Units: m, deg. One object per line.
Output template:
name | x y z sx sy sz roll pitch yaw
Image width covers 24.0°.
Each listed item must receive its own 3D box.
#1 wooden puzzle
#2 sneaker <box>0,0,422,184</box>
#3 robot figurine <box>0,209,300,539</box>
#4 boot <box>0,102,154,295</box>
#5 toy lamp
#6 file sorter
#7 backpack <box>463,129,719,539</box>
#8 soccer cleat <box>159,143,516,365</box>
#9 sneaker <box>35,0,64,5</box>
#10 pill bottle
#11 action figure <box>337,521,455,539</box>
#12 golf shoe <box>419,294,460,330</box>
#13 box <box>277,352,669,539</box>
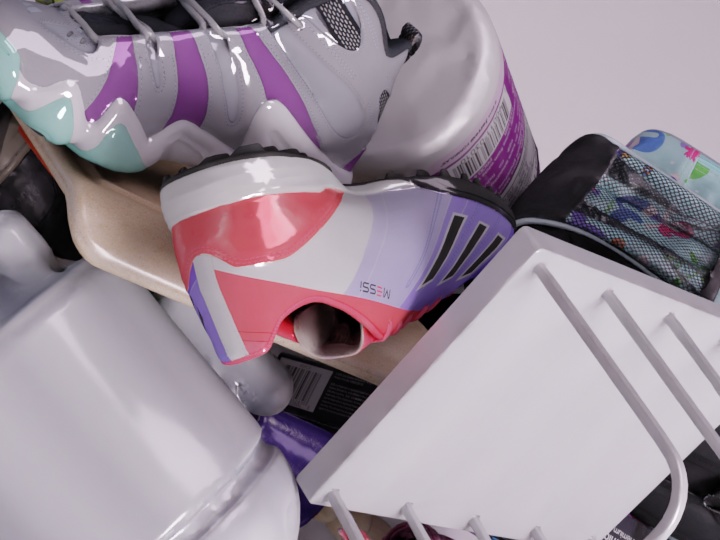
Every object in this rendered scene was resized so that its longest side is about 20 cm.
wooden puzzle | -0.071 -0.025 0.731 0.184 0.037 0.200 25 17 -33
sneaker | -0.053 -0.103 0.656 0.199 0.140 0.078 18 20 -50
robot figurine | -0.101 0.073 0.663 0.169 0.113 0.200 -41 95 -25
boot | -0.105 -0.047 0.841 0.151 0.073 0.200 46 32 -12
toy lamp | 0.009 0.136 0.831 0.200 0.058 0.058 42 29 -22
file sorter | 0.106 0.095 0.673 0.199 0.139 0.125 18 31 -47
backpack | 0.159 0.042 0.855 0.200 0.178 0.150 36 51 15
soccer cleat | 0.000 0.000 0.654 0.200 0.068 0.074 5 71 -56
sneaker | -0.116 -0.125 0.773 0.200 0.076 0.076 -82 169 -66
pill bottle | 0.032 -0.061 0.863 0.200 0.112 0.113 57 9 -64
action figure | 0.060 0.159 0.749 0.200 0.134 0.150 42 59 -28
golf shoe | 0.056 -0.004 1.046 0.094 0.078 0.201 30 34 -37
box | 0.060 0.108 0.869 0.200 0.143 0.036 36 75 -34
